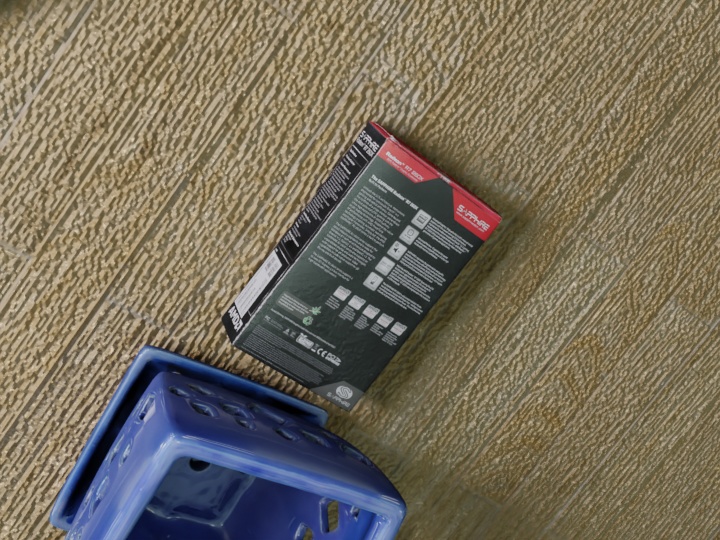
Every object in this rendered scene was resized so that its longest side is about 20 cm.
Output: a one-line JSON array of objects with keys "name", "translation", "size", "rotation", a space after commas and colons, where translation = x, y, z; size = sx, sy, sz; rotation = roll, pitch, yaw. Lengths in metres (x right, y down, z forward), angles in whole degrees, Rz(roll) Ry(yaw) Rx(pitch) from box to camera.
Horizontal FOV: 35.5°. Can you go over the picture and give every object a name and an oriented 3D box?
[{"name": "plant pot", "translation": [-0.115, 0.180, 0.845], "size": [0.199, 0.180, 0.201], "rotation": [23, 104, -27]}, {"name": "graphics card box", "translation": [0.000, 0.000, 0.874], "size": [0.125, 0.051, 0.200], "rotation": [32, 100, -29]}]
